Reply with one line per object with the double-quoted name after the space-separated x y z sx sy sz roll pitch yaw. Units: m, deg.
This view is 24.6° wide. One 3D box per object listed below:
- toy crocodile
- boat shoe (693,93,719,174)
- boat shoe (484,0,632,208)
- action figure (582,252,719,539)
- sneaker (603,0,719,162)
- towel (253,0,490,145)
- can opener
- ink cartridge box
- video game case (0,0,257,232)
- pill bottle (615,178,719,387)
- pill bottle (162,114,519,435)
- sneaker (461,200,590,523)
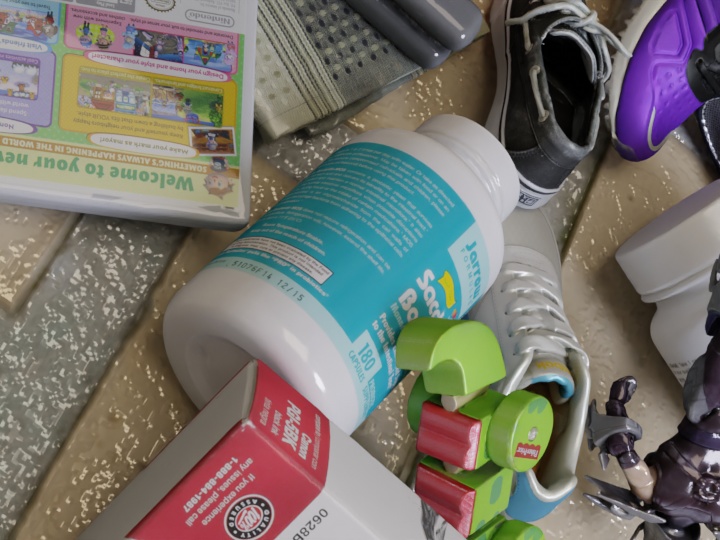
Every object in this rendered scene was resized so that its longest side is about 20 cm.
0.051 0.112 0.828 0.062 0.067 0.200 -29 127 -44 "toy crocodile"
0.270 -0.036 1.050 0.200 0.075 0.093 47 50 -9 "boat shoe"
0.116 -0.126 0.972 0.074 0.068 0.199 34 43 -15 "boat shoe"
0.195 0.074 0.892 0.130 0.069 0.200 11 113 -25 "action figure"
0.228 -0.149 1.009 0.200 0.099 0.070 -61 149 -6 "sneaker"
-0.039 -0.181 0.947 0.192 0.035 0.200 -30 88 -38 "towel"
-0.010 -0.201 0.920 0.200 0.053 0.067 40 55 -14 "can opener"
-0.025 0.165 0.756 0.200 0.083 0.147 42 101 -12 "ink cartridge box"
-0.150 -0.119 0.838 0.200 0.022 0.182 7 74 -21 "video game case"
0.245 0.048 0.983 0.113 0.113 0.200 -36 94 -35 "pill bottle"
0.000 0.000 0.854 0.111 0.111 0.200 50 56 -7 "pill bottle"
0.091 0.044 0.913 0.076 0.081 0.200 13 66 -25 "sneaker"
